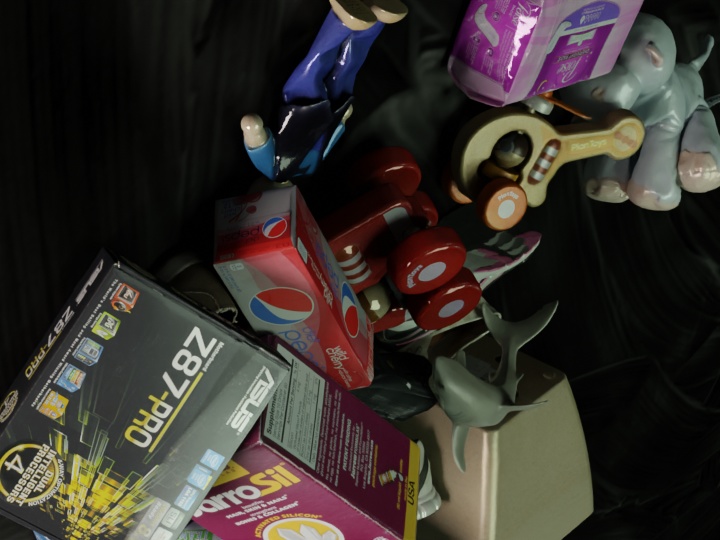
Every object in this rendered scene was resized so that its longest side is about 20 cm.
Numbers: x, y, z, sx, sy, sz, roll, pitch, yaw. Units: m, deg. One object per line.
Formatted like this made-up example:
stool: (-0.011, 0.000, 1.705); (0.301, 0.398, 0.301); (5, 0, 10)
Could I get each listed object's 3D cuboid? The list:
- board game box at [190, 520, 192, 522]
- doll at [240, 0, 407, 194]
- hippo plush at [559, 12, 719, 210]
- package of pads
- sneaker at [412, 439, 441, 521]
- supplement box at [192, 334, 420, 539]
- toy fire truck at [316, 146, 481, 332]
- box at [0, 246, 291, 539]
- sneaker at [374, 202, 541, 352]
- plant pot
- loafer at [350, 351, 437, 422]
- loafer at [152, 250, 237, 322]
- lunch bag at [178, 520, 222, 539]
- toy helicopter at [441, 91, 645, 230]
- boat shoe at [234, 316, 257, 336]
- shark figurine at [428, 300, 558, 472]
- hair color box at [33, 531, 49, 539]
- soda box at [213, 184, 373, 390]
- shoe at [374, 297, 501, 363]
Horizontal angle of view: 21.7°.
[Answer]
board game box: (-0.091, 0.213, 1.745); (0.151, 0.047, 0.200); (-15, 134, -56)
doll: (-0.040, -0.119, 1.407); (0.136, 0.048, 0.200); (-22, 146, -52)
hippo plush: (0.279, -0.163, 1.794); (0.200, 0.159, 0.161); (-35, 143, 2)
package of pads: (0.166, -0.217, 1.621); (0.200, 0.076, 0.121); (-22, 139, -50)
sneaker: (-0.009, 0.215, 1.778); (0.200, 0.074, 0.080); (-20, 108, -43)
supplement box: (-0.060, 0.156, 1.506); (0.200, 0.131, 0.103); (39, 42, -37)
toy fire truck: (0.000, 0.000, 1.590); (0.168, 0.112, 0.200); (-28, 153, 0)
box: (-0.171, 0.107, 1.358); (0.161, 0.049, 0.200); (34, 92, -27)
sneaker: (0.080, 0.008, 1.775); (0.200, 0.080, 0.086); (-28, 154, -28)
plant pot: (0.114, 0.179, 1.914); (0.200, 0.200, 0.177); (-31, 136, -41)
loafer: (-0.005, 0.103, 1.705); (0.200, 0.068, 0.070); (17, 122, -47)
loafer: (-0.165, 0.080, 1.408); (0.200, 0.071, 0.073); (-55, 156, 1)
lunch bag: (-0.119, 0.294, 1.620); (0.160, 0.076, 0.200); (-33, 140, -58)
toy helicopter: (0.172, -0.122, 1.701); (0.200, 0.079, 0.132); (-11, 120, -25)
boat shoe: (-0.081, 0.104, 1.581); (0.200, 0.062, 0.075); (57, 38, -58)
shark figurine: (0.139, 0.110, 1.777); (0.214, 0.089, 0.128); (-33, 115, -61)
hair color box: (-0.201, 0.236, 1.556); (0.100, 0.061, 0.200); (-45, 154, -24)
soda box: (-0.050, 0.021, 1.465); (0.200, 0.070, 0.063); (62, 21, -50)
shoe: (0.063, 0.067, 1.827); (0.200, 0.053, 0.070); (-29, 145, -44)
